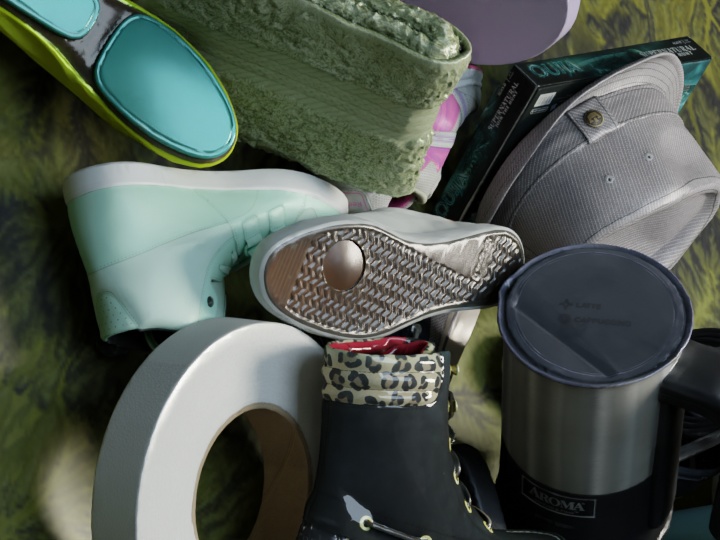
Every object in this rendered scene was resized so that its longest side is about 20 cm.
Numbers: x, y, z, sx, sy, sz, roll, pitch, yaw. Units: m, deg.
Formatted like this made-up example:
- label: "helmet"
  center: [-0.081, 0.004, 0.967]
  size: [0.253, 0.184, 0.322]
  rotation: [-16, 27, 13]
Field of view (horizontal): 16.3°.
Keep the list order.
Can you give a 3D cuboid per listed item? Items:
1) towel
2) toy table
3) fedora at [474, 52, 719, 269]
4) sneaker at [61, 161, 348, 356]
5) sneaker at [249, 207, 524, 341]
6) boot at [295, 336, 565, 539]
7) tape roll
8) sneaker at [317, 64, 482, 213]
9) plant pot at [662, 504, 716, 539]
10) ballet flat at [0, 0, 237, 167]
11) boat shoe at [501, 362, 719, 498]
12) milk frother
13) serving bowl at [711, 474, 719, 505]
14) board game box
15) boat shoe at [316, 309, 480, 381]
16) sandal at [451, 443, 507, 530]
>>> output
- label: "towel"
  center: [-0.044, -0.121, 1.465]
  size: [0.200, 0.148, 0.036]
  rotation: [22, 49, 0]
- label: "toy table"
  center: [0.069, -0.221, 1.656]
  size: [0.200, 0.184, 0.117]
  rotation: [33, 38, 11]
- label: "fedora"
  center: [0.172, -0.046, 1.676]
  size: [0.200, 0.177, 0.090]
  rotation: [-26, 57, -32]
- label: "sneaker"
  center: [-0.085, 0.002, 1.481]
  size: [0.200, 0.074, 0.118]
  rotation: [0, 75, -42]
- label: "sneaker"
  center: [0.000, 0.000, 1.499]
  size: [0.200, 0.085, 0.073]
  rotation: [0, 99, -42]
- label: "boot"
  center: [0.050, 0.119, 1.467]
  size: [0.204, 0.073, 0.154]
  rotation: [2, 97, -37]
- label: "tape roll"
  center: [-0.073, 0.127, 1.425]
  size: [0.203, 0.037, 0.203]
  rotation: [-11, 104, -52]
- label: "sneaker"
  center: [0.019, -0.085, 1.617]
  size: [0.200, 0.081, 0.088]
  rotation: [-28, 120, -58]
- label: "plant pot"
  center: [0.210, 0.239, 1.602]
  size: [0.200, 0.141, 0.141]
  rotation: [-17, 93, -60]
- label: "ballet flat"
  center: [-0.156, -0.130, 1.447]
  size: [0.200, 0.067, 0.067]
  rotation: [39, 70, -13]
- label: "boat shoe"
  center: [0.176, 0.095, 1.719]
  size: [0.200, 0.062, 0.075]
  rotation: [34, 55, -31]
- label: "milk frother"
  center: [0.177, 0.060, 1.581]
  size: [0.188, 0.180, 0.200]
  rotation: [89, 8, -47]
- label: "serving bowl"
  center: [0.288, 0.139, 1.750]
  size: [0.066, 0.200, 0.200]
  rotation: [12, 62, -4]
- label: "board game box"
  center: [0.144, -0.091, 1.709]
  size: [0.200, 0.135, 0.028]
  rotation: [-13, 51, -47]
- label: "boat shoe"
  center: [0.003, 0.070, 1.556]
  size: [0.093, 0.075, 0.200]
  rotation: [33, 50, -17]
- label: "sandal"
  center: [0.091, 0.205, 1.579]
  size: [0.048, 0.075, 0.201]
  rotation: [-7, 80, -39]
